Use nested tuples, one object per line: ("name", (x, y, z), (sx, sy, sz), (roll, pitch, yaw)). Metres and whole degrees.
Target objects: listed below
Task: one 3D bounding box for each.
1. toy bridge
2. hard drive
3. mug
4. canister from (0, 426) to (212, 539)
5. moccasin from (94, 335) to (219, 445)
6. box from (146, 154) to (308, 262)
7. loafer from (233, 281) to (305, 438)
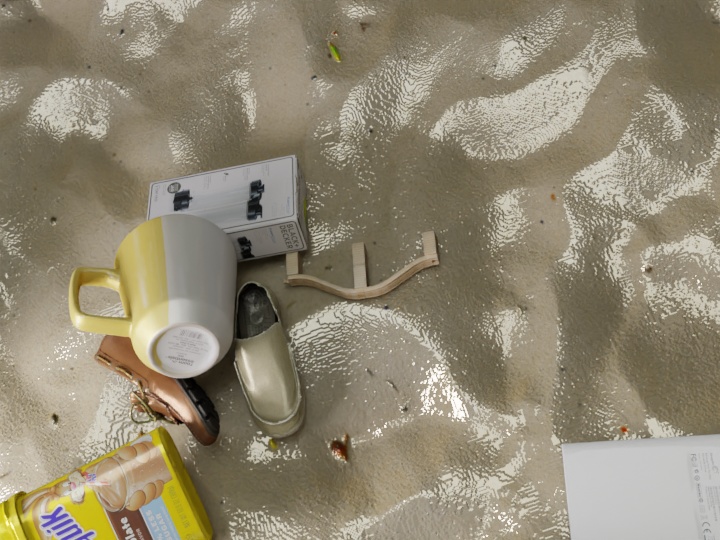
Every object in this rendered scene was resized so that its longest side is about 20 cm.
("toy bridge", (0.000, 0.000, 1.260), (0.196, 0.027, 0.068), (-9, 63, 8))
("hard drive", (0.318, 0.244, 1.081), (0.196, 0.026, 0.134), (-5, 64, 9))
("mug", (-0.226, 0.048, 1.189), (0.184, 0.151, 0.154), (-22, 41, 4))
("canister", (-0.279, 0.279, 1.127), (0.197, 0.087, 0.151), (-26, 89, -5))
("moccasin", (-0.244, 0.143, 1.213), (0.200, 0.074, 0.078), (37, 85, 21))
("box", (-0.167, -0.070, 1.294), (0.196, 0.061, 0.118), (-11, 48, 5))
("loafer", (-0.117, 0.100, 1.211), (0.074, 0.069, 0.203), (-19, 62, 1))
